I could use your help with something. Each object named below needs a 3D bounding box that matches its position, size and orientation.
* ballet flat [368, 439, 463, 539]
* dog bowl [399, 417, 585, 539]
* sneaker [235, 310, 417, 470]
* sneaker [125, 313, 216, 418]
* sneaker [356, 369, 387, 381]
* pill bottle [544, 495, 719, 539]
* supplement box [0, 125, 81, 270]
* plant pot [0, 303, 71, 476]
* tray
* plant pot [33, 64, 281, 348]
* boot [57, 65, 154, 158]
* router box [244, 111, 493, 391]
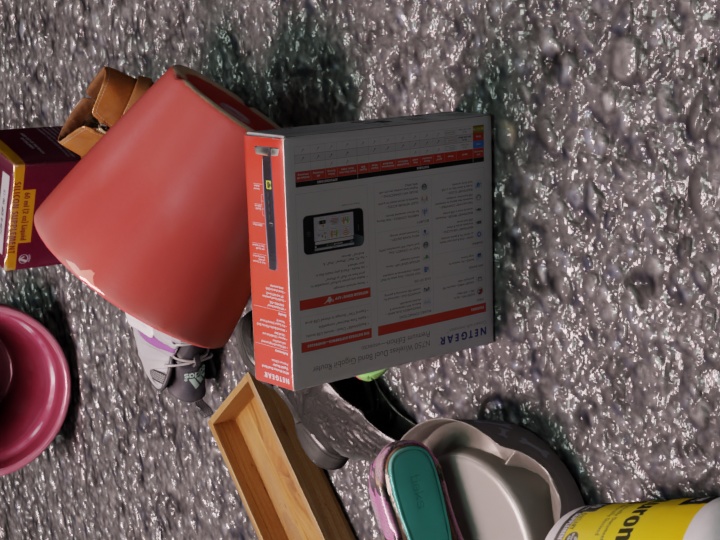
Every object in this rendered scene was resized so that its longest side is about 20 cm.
[{"bbox_3d":[0.050,0.229,1.128,0.071,0.069,0.201,128,129,-65],"label":"ballet flat"},{"bbox_3d":[0.099,0.208,1.151,0.200,0.058,0.201,16,111,50],"label":"dog bowl"},{"bbox_3d":[-0.032,0.094,1.299,0.200,0.060,0.104,56,138,21],"label":"sneaker"},{"bbox_3d":[-0.161,0.074,1.454,0.200,0.077,0.141,-15,87,62],"label":"sneaker"},{"bbox_3d":[0.000,0.000,1.237,0.083,0.077,0.201,-26,57,6],"label":"sneaker"},{"bbox_3d":[0.216,0.202,0.955,0.200,0.111,0.112,-15,85,52],"label":"pill bottle"},{"bbox_3d":[-0.266,-0.076,1.445,0.086,0.199,0.111,37,125,43],"label":"supplement box"},{"bbox_3d":[-0.457,0.131,1.764,0.179,0.199,0.201,-167,72,-66],"label":"plant pot"},{"bbox_3d":[-0.072,0.202,1.390,0.099,0.037,0.201,-49,60,45],"label":"tray"},{"bbox_3d":[-0.149,-0.063,1.266,0.200,0.200,0.178,43,103,38],"label":"plant pot"},{"bbox_3d":[-0.207,-0.088,1.375,0.200,0.155,0.077,-53,34,30],"label":"boot"},{"bbox_3d":[0.011,-0.020,1.099,0.049,0.199,0.181,12,106,50],"label":"router box"}]
